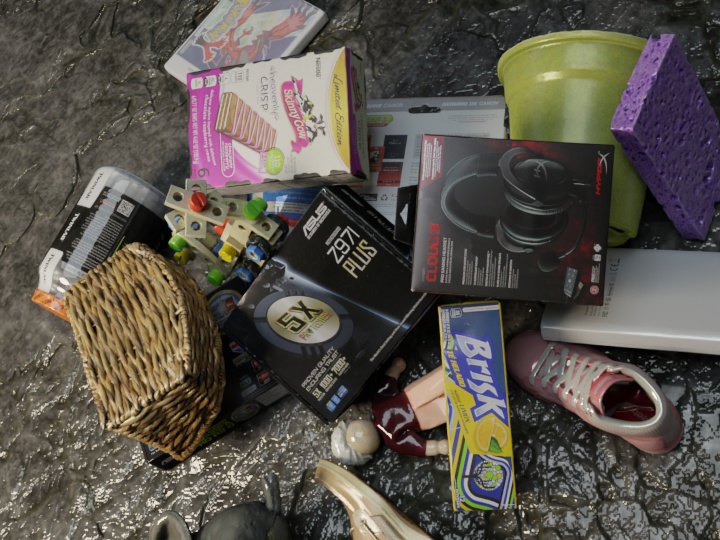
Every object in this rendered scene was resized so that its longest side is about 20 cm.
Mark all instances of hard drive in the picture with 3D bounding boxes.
[{"bbox_3d":[0.297,0.027,0.914,0.198,0.027,0.132,3,41,24],"label":"hard drive"}]

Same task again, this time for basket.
[{"bbox_3d":[-0.217,0.084,1.001,0.142,0.149,0.201,-35,56,7],"label":"basket"}]

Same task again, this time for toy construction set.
[{"bbox_3d":[-0.153,-0.047,0.969,0.131,0.200,0.092,36,76,-2],"label":"toy construction set"}]

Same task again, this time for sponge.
[{"bbox_3d":[0.323,-0.131,0.907,0.030,0.200,0.112,12,68,46],"label":"sponge"}]

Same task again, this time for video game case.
[{"bbox_3d":[-0.171,-0.335,1.313,0.182,0.023,0.200,36,83,32],"label":"video game case"}]

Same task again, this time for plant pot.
[{"bbox_3d":[0.238,-0.128,0.960,0.199,0.200,0.186,2,78,23],"label":"plant pot"}]

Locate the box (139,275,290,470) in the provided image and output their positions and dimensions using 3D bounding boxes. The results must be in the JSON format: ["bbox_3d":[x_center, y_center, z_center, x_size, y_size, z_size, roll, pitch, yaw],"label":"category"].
[{"bbox_3d":[-0.192,0.123,1.088,0.199,0.044,0.161,-31,59,6],"label":"box"}]

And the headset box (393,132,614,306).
[{"bbox_3d":[0.132,-0.048,0.853,0.198,0.077,0.150,5,90,5],"label":"headset box"}]

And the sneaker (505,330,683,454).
[{"bbox_3d":[0.224,0.108,0.888,0.199,0.105,0.076,30,85,31],"label":"sneaker"}]

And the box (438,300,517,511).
[{"bbox_3d":[0.117,0.132,0.895,0.064,0.070,0.202,-5,87,7],"label":"box"}]

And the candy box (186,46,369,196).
[{"bbox_3d":[-0.093,-0.160,0.986,0.198,0.061,0.138,-4,87,21],"label":"candy box"}]

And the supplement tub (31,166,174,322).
[{"bbox_3d":[-0.339,-0.026,1.175,0.122,0.123,0.201,19,73,29],"label":"supplement tub"}]

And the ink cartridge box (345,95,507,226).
[{"bbox_3d":[0.075,-0.111,1.053,0.198,0.084,0.177,2,64,15],"label":"ink cartridge box"}]

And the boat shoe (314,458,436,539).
[{"bbox_3d":[0.018,0.269,0.915,0.199,0.071,0.065,34,81,30],"label":"boat shoe"}]

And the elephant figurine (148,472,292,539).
[{"bbox_3d":[-0.168,0.315,0.947,0.199,0.142,0.155,-6,33,37],"label":"elephant figurine"}]

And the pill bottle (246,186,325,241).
[{"bbox_3d":[-0.078,-0.137,1.072,0.111,0.112,0.202,3,90,24],"label":"pill bottle"}]

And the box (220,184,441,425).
[{"bbox_3d":[-0.025,0.035,0.969,0.164,0.086,0.200,41,106,8],"label":"box"}]

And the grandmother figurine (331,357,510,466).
[{"bbox_3d":[0.056,0.148,0.967,0.199,0.061,0.122,-31,49,3],"label":"grandmother figurine"}]
